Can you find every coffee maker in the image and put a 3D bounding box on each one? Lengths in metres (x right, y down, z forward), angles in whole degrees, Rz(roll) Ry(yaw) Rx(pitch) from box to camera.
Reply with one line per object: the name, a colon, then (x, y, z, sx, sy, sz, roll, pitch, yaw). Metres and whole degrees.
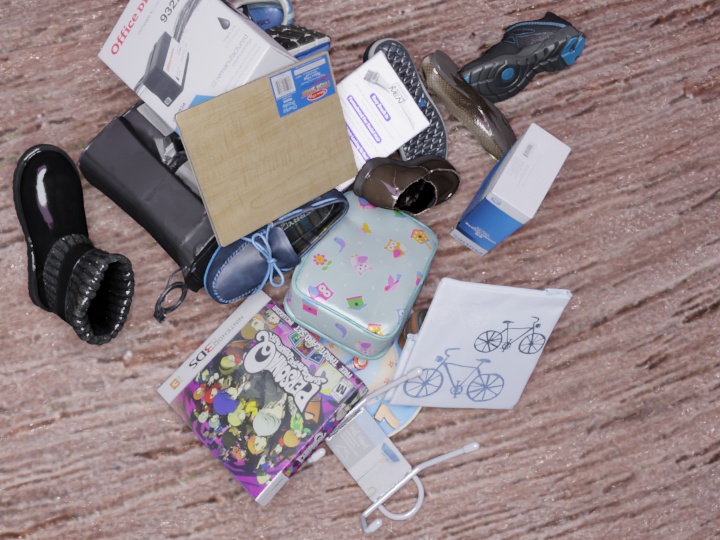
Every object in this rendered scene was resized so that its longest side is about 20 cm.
coffee maker: (-0.242, -0.084, 0.940, 0.199, 0.135, 0.192, 40, 57, 10)

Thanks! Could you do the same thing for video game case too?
video game case: (-0.119, 0.144, 0.931, 0.181, 0.036, 0.199, -45, 61, -11)

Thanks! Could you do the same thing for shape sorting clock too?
shape sorting clock: (-0.001, 0.119, 0.995, 0.196, 0.039, 0.204, 2, 79, -8)

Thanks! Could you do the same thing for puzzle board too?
puzzle board: (-0.098, -0.137, 0.860, 0.199, 0.017, 0.153, -31, 121, -28)

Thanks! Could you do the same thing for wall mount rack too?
wall mount rack: (0.035, 0.213, 0.940, 0.173, 0.075, 0.201, -39, 99, -4)

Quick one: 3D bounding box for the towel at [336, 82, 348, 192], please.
towel: (-0.071, -0.198, 1.058, 0.144, 0.023, 0.200, -44, 88, -14)

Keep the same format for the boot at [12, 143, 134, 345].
boot: (-0.327, -0.033, 0.889, 0.079, 0.157, 0.215, -15, 111, -39)

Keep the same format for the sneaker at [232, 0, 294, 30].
sneaker: (-0.182, -0.323, 1.041, 0.198, 0.072, 0.073, -26, 85, -11)

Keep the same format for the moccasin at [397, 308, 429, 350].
moccasin: (0.144, 0.092, 1.005, 0.198, 0.078, 0.075, -1, 62, -25)

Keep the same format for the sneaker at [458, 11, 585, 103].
sneaker: (0.218, -0.304, 1.108, 0.197, 0.074, 0.083, -23, 55, -9)

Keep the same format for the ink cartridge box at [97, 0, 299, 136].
ink cartridge box: (-0.188, -0.244, 0.899, 0.200, 0.083, 0.146, 43, 104, 20)

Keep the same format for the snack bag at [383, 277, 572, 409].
snack bag: (0.140, 0.092, 0.943, 0.185, 0.202, 0.022, 6, 34, -20)

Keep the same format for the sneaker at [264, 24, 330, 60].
sneaker: (-0.113, -0.254, 1.018, 0.078, 0.090, 0.200, 28, 55, 31)

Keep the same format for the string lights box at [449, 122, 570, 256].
string lights box: (0.183, -0.096, 0.982, 0.058, 0.200, 0.104, 32, 77, 0)

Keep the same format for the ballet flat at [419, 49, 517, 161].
ballet flat: (0.149, -0.216, 1.063, 0.200, 0.046, 0.068, 42, 42, -23)

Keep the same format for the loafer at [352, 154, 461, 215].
loafer: (0.071, -0.099, 0.989, 0.071, 0.074, 0.198, 43, 32, 26)

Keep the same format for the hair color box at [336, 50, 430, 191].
hair color box: (-0.021, -0.171, 0.983, 0.199, 0.065, 0.110, -35, 96, 9)

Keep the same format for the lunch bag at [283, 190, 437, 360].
lunch bag: (0.000, 0.000, 0.973, 0.158, 0.078, 0.201, 26, 52, 5)

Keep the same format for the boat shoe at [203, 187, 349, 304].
boat shoe: (-0.098, -0.037, 0.904, 0.200, 0.068, 0.084, -47, 128, -13)

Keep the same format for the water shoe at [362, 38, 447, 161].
water shoe: (0.063, -0.219, 1.059, 0.071, 0.079, 0.203, -23, 108, -9)
